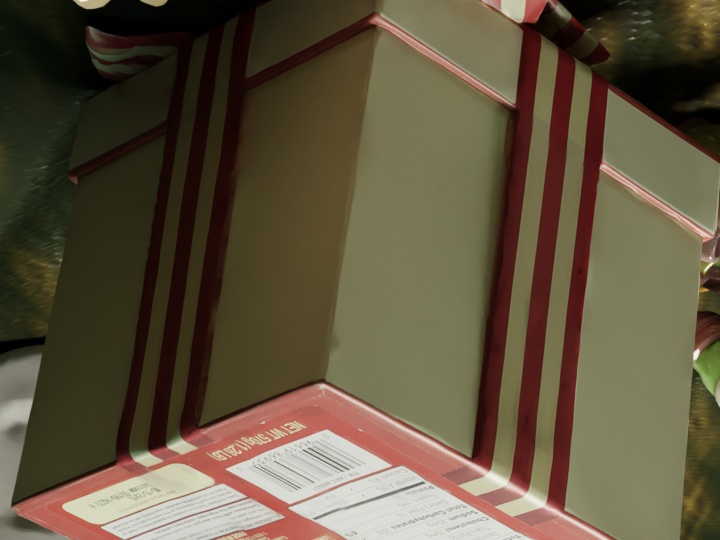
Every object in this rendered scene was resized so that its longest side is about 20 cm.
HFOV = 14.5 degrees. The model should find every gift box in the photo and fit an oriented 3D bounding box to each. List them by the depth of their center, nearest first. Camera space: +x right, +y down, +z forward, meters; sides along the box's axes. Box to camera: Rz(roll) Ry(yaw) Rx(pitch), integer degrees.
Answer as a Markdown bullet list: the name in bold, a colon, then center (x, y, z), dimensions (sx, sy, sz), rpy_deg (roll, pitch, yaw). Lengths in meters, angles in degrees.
- **gift box**: center (0.000, 0.000, 0.933), dimensions (0.184, 0.188, 0.200), rpy_deg (-19, 139, 39)

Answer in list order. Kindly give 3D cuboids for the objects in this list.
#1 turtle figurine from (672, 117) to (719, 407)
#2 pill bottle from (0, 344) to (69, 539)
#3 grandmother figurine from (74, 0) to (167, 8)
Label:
- **turtle figurine**: center (0.174, -0.005, 1.048), dimensions (0.144, 0.200, 0.194), rpy_deg (-37, -178, -43)
- **pill bottle**: center (-0.140, 0.114, 1.330), dimensions (0.110, 0.112, 0.200), rpy_deg (-6, 162, -3)
- **grandmother figurine**: center (0.006, -0.125, 0.756), dimensions (0.199, 0.061, 0.121), rpy_deg (-20, -174, 26)
